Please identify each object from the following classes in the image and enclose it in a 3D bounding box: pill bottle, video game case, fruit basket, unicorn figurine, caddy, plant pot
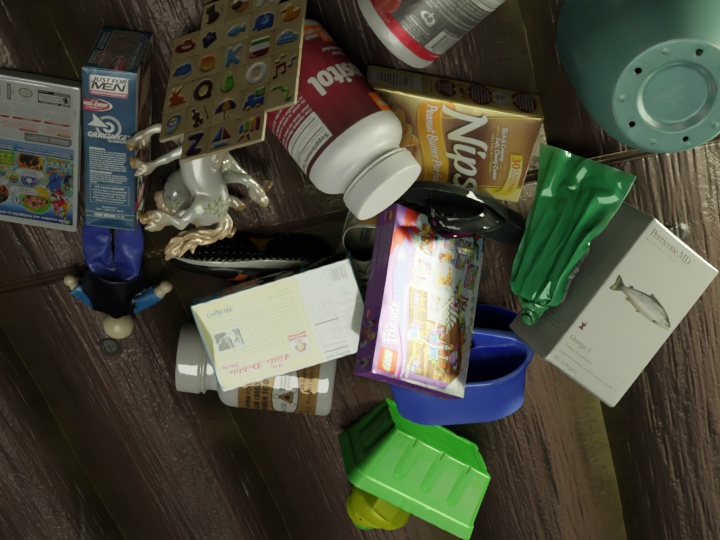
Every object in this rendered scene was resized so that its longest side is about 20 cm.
[{"bbox_3d":[0.101,-0.304,1.149,0.200,0.111,0.111,-38,117,26],"label":"pill bottle"},{"bbox_3d":[-0.400,-0.141,1.351,0.142,0.018,0.201,9,126,-4],"label":"video game case"},{"bbox_3d":[0.051,0.301,1.589,0.214,0.156,0.217,-3,112,-7],"label":"fruit basket"},{"bbox_3d":[-0.177,-0.113,1.233,0.137,0.074,0.201,-12,133,-12],"label":"unicorn figurine"},{"bbox_3d":[0.119,0.110,1.436,0.199,0.142,0.105,-6,130,6],"label":"caddy"},{"bbox_3d":[-0.131,0.119,1.471,0.199,0.115,0.115,6,127,-2],"label":"pill bottle"},{"bbox_3d":[-0.030,-0.156,1.208,0.113,0.113,0.200,-46,76,29],"label":"pill bottle"},{"bbox_3d":[-0.171,-0.114,1.317,0.137,0.074,0.200,31,121,-22],"label":"unicorn figurine"},{"bbox_3d":[0.308,-0.213,1.177,0.199,0.161,0.201,1,127,1],"label":"plant pot"}]

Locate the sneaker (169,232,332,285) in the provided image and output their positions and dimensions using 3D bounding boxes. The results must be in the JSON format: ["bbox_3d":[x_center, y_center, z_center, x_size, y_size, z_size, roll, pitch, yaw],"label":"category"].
[{"bbox_3d":[-0.135,0.006,1.414,0.199,0.070,0.090,1,123,-1],"label":"sneaker"}]

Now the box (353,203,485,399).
[{"bbox_3d":[0.071,0.038,1.341,0.136,0.201,0.039,19,162,-32],"label":"box"}]

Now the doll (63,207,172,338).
[{"bbox_3d":[-0.301,0.007,1.437,0.136,0.049,0.201,8,126,-2],"label":"doll"}]

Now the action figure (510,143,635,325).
[{"bbox_3d":[0.225,-0.032,1.319,0.118,0.055,0.201,24,94,29],"label":"action figure"}]

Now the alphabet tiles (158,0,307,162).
[{"bbox_3d":[-0.130,-0.205,1.176,0.166,0.201,0.006,-12,149,27],"label":"alphabet tiles"}]

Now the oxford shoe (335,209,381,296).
[{"bbox_3d":[0.000,0.000,1.413,0.075,0.058,0.201,7,128,-4],"label":"oxford shoe"}]

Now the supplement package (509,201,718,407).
[{"bbox_3d":[0.292,0.034,1.345,0.117,0.117,0.200,34,96,-21],"label":"supplement package"}]

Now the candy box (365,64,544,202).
[{"bbox_3d":[0.094,-0.153,1.296,0.199,0.055,0.116,10,128,-4],"label":"candy box"}]

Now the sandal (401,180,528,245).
[{"bbox_3d":[0.129,-0.056,1.327,0.200,0.048,0.075,20,160,-32],"label":"sandal"}]

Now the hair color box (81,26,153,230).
[{"bbox_3d":[-0.269,-0.156,1.283,0.060,0.100,0.201,6,127,-3],"label":"hair color box"}]

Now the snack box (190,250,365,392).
[{"bbox_3d":[-0.090,0.062,1.377,0.199,0.037,0.117,-16,106,5],"label":"snack box"}]
